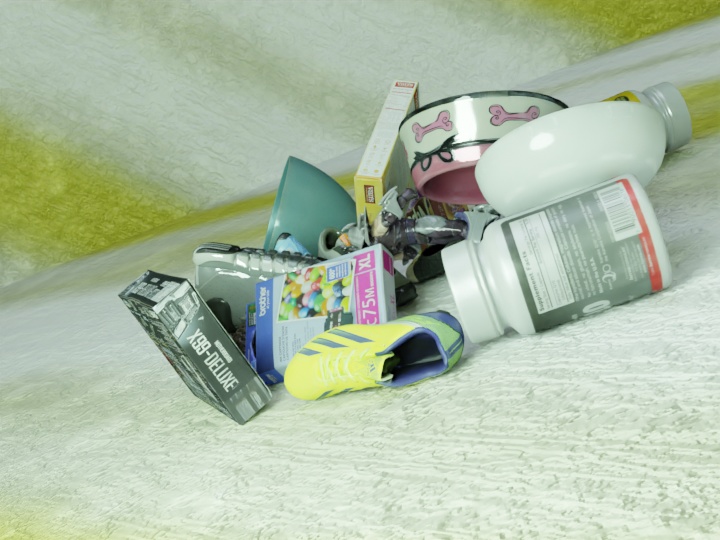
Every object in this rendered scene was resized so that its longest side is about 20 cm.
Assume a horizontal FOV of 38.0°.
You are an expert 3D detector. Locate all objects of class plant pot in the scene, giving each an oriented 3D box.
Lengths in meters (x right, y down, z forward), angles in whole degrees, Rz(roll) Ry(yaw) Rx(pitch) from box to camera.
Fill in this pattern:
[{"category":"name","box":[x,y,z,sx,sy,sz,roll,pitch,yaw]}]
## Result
[{"category":"plant pot","box":[-0.068,-0.055,1.557,0.132,0.204,0.200,14,8,-9]}]

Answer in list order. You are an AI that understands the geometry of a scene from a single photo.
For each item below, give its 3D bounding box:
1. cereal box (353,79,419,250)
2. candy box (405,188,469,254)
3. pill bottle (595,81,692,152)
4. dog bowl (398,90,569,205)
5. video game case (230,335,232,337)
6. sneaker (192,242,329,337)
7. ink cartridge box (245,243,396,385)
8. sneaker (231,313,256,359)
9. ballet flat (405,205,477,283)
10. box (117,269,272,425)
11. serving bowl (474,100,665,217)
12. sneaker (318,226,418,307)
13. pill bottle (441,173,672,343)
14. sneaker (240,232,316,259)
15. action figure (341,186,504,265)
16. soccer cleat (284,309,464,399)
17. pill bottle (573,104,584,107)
[{"category":"cereal box","box":[0.038,-0.122,1.308,0.039,0.145,0.202,7,45,13]},{"category":"candy box","box":[0.092,-0.084,1.500,0.056,0.118,0.200,-24,13,-14]},{"category":"pill bottle","box":[0.360,-0.188,1.489,0.197,0.116,0.114,-22,12,-4]},{"category":"dog bowl","box":[0.142,-0.131,1.176,0.196,0.075,0.200,-3,-13,-1]},{"category":"video game case","box":[-0.124,0.071,1.421,0.180,0.026,0.198,-32,15,-38]},{"category":"sneaker","box":[-0.114,0.035,1.300,0.196,0.118,0.075,9,11,8]},{"category":"ink cartridge box","box":[-0.054,0.054,1.181,0.197,0.042,0.121,-19,55,22]},{"category":"sneaker","box":[-0.061,0.070,1.251,0.198,0.071,0.075,-28,-33,14]},{"category":"ballet flat","box":[0.122,-0.050,1.334,0.200,0.057,0.067,-42,13,36]},{"category":"box","box":[-0.188,0.081,1.159,0.050,0.159,0.199,-39,16,-17]},{"category":"serving bowl","box":[0.219,-0.094,1.067,0.196,0.067,0.201,-10,-19,-3]},{"category":"sneaker","box":[0.000,0.000,1.337,0.073,0.081,0.199,-22,28,-27]},{"category":"pill bottle","box":[0.185,-0.007,1.001,0.197,0.116,0.114,-20,12,9]},{"category":"sneaker","box":[-0.141,0.012,1.391,0.199,0.091,0.078,-31,6,28]},{"category":"action figure","box":[0.074,-0.047,1.194,0.196,0.071,0.130,-1,-15,13]},{"category":"soccer cleat","box":[0.006,0.088,1.024,0.197,0.066,0.084,-17,15,20]},{"category":"pill bottle","box":[0.273,-0.180,1.609,0.197,0.114,0.113,-24,12,-14]}]
